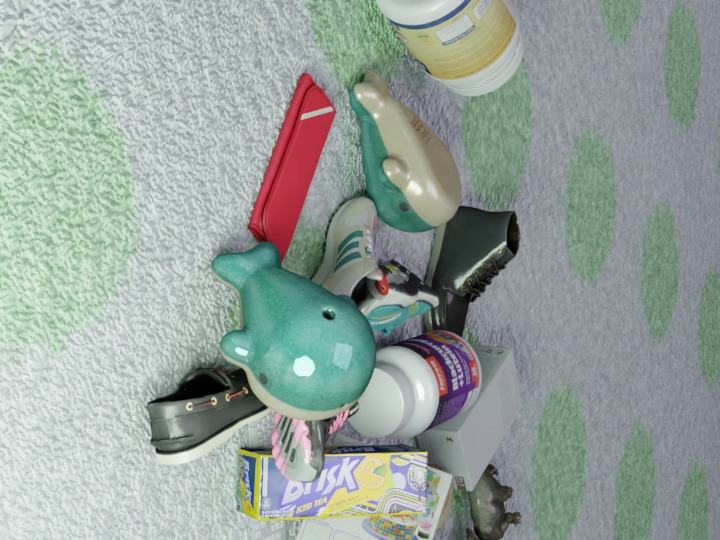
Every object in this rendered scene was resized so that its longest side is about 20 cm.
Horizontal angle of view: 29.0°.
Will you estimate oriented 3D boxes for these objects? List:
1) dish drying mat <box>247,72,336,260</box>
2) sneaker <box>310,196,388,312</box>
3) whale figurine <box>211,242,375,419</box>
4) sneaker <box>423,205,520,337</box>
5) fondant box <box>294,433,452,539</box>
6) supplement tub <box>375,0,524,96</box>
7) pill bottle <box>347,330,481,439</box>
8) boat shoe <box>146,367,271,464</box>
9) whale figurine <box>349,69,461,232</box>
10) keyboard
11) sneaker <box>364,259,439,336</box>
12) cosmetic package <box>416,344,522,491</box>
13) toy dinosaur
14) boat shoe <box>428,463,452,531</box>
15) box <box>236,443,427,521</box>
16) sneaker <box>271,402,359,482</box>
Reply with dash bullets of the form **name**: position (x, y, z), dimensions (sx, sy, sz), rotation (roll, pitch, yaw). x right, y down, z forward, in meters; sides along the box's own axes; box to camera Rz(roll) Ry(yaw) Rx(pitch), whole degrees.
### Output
- **dish drying mat**: position (-0.072, -0.113, 1.521), dimensions (0.077, 0.018, 0.202), rotation (53, 47, -50)
- **sneaker**: position (0.000, 0.000, 1.582), dimensions (0.071, 0.093, 0.201), rotation (63, 40, -42)
- **whale figurine**: position (-0.065, 0.045, 1.354), dimensions (0.158, 0.201, 0.104), rotation (-16, 151, -33)
- **sneaker**: position (0.148, 0.012, 1.841), dimensions (0.075, 0.105, 0.202), rotation (22, 73, -60)
- **fondant box**: position (0.005, 0.299, 1.549), dimensions (0.058, 0.143, 0.201), rotation (100, 10, -59)
- **supplement tub**: position (0.114, -0.319, 1.721), dimensions (0.200, 0.143, 0.146), rotation (45, 53, -53)
- **pill bottle**: position (0.060, 0.141, 1.682), dimensions (0.199, 0.110, 0.113), rotation (-14, 104, -61)
- **boat shoe**: position (-0.139, 0.124, 1.355), dimensions (0.201, 0.073, 0.064), rotation (-29, 110, -62)
- **whale figurine**: position (0.037, -0.136, 1.663), dimensions (0.201, 0.103, 0.159), rotation (56, 27, -14)
- **keyboard**: position (-0.101, 0.222, 1.496), dimensions (0.056, 0.011, 0.202), rotation (-13, 103, -61)
- **sneaker**: position (0.036, 0.037, 1.693), dimensions (0.080, 0.077, 0.200), rotation (-54, 163, 12)
- **cosmetic package**: position (0.149, 0.197, 1.894), dimensions (0.200, 0.073, 0.103), rotation (-47, 131, -48)
- **toy dinosaur**: position (0.179, 0.325, 1.950), dimensions (0.102, 0.076, 0.202), rotation (-1, 96, -68)
- **boat shoe**: position (0.057, 0.301, 1.728), dimensions (0.200, 0.071, 0.065), rotation (-52, 136, -46)
- **box**: position (-0.029, 0.223, 1.473), dimensions (0.198, 0.064, 0.071), rotation (3, 89, -27)
- **sneaker**: position (-0.041, 0.141, 1.436), dimensions (0.079, 0.095, 0.201), rotation (-59, -157, 33)
